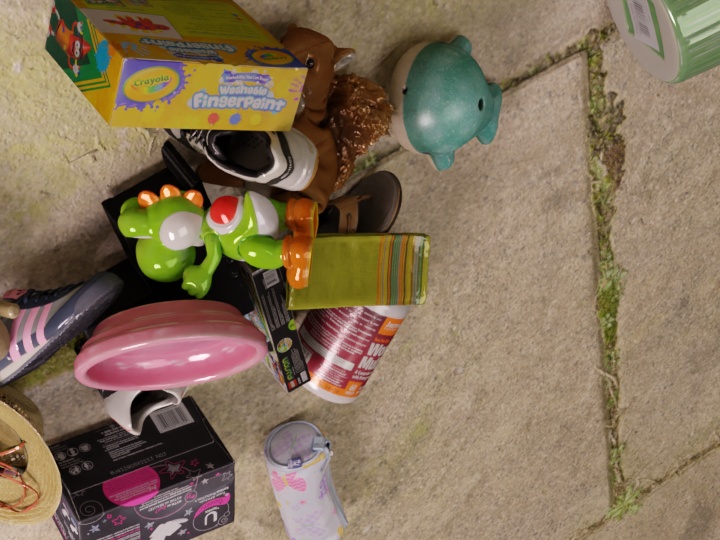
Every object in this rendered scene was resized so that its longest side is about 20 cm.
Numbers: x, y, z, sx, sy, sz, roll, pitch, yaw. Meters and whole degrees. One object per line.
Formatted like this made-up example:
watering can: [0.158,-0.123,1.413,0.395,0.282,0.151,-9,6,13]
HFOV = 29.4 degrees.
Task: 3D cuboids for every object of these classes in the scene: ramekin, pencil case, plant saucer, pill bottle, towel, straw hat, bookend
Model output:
ramekin: [0.376,-0.323,1.650,0.097,0.200,0.201,-28,136,-6]
pencil case: [-0.072,0.292,1.857,0.090,0.083,0.201,-11,133,-2]
plant saucer: [-0.197,0.076,1.421,0.199,0.051,0.201,-10,164,-3]
pill bottle: [-0.005,0.056,1.707,0.109,0.110,0.201,15,113,-43]
towel: [0.000,0.000,1.589,0.199,0.018,0.087,-2,94,-37]
straw hat: [-0.395,0.178,1.512,0.085,0.199,0.202,-61,159,-50]
bookend: [-0.244,0.001,1.493,0.199,0.092,0.200,-31,134,-12]

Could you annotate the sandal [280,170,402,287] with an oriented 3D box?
sandal: [-0.035,-0.051,1.628,0.199,0.082,0.055,-33,143,-2]

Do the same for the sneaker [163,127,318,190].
sneaker: [-0.137,-0.142,1.384,0.087,0.199,0.076,-1,111,-61]

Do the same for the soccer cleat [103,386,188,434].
soccer cleat: [-0.214,0.108,1.603,0.200,0.085,0.069,-41,137,-4]

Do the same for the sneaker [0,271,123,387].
sneaker: [-0.332,0.043,1.422,0.199,0.082,0.070,-36,176,24]

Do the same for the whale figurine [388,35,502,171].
whale figurine: [0.119,-0.194,1.605,0.199,0.103,0.161,7,93,-52]

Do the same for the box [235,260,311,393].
box: [-0.115,0.040,1.609,0.035,0.110,0.201,-28,135,-16]

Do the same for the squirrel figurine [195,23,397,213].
squirrel figurine: [-0.058,-0.171,1.498,0.199,0.141,0.188,-10,118,-50]

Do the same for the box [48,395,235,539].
box: [-0.266,0.259,1.646,0.199,0.132,0.115,-18,135,-26]

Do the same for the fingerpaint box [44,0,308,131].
fingerpaint box: [-0.179,-0.203,1.329,0.199,0.167,0.074,-3,124,-37]

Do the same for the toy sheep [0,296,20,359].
toy sheep: [-0.422,0.028,1.348,0.138,0.138,0.200,-43,126,-2]

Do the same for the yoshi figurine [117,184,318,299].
yoshi figurine: [-0.145,-0.027,1.394,0.198,0.112,0.113,7,92,-1]
